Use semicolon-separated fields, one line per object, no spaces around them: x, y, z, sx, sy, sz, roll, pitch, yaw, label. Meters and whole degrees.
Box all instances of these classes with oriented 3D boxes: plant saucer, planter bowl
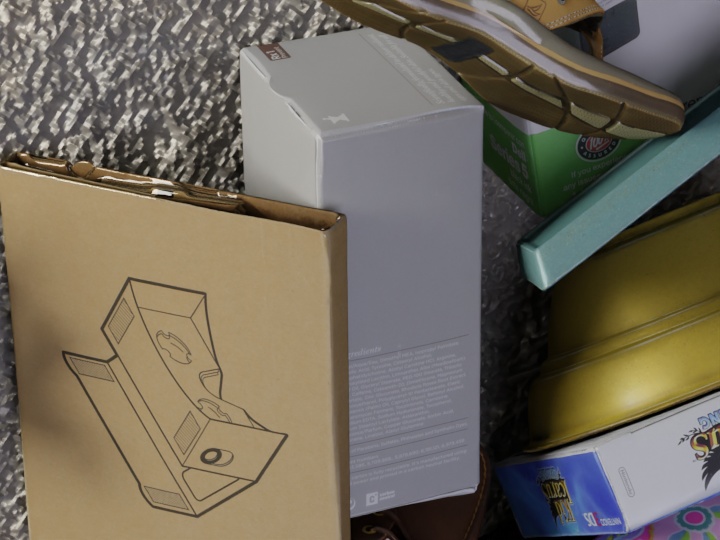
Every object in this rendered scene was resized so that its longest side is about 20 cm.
0.150;-0.061;1.028;0.199;0.070;0.019;-37;96;0;plant saucer
0.156;0.013;1.133;0.199;0.200;0.084;-21;87;-13;planter bowl

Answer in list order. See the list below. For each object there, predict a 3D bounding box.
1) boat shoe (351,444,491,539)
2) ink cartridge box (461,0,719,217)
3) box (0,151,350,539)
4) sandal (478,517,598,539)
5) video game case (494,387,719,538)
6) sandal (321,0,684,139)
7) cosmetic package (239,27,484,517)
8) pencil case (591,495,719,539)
0.010;0.150;1.124;0.072;0.068;0.200;41;56;-3;boat shoe
0.115;-0.147;1.053;0.145;0.084;0.201;-20;123;-12;ink cartridge box
-0.081;0.053;1.046;0.162;0.021;0.201;11;120;20;box
0.090;0.152;1.210;0.200;0.075;0.048;-30;141;-18;sandal
0.173;0.075;1.122;0.180;0.200;0.046;-23;88;-11;video game case
0.060;-0.106;0.968;0.199;0.080;0.054;26;79;-26;sandal
0.000;0.000;1.068;0.089;0.107;0.201;-9;121;-20;cosmetic package
0.170;0.148;1.170;0.199;0.087;0.088;-23;124;-22;pencil case
